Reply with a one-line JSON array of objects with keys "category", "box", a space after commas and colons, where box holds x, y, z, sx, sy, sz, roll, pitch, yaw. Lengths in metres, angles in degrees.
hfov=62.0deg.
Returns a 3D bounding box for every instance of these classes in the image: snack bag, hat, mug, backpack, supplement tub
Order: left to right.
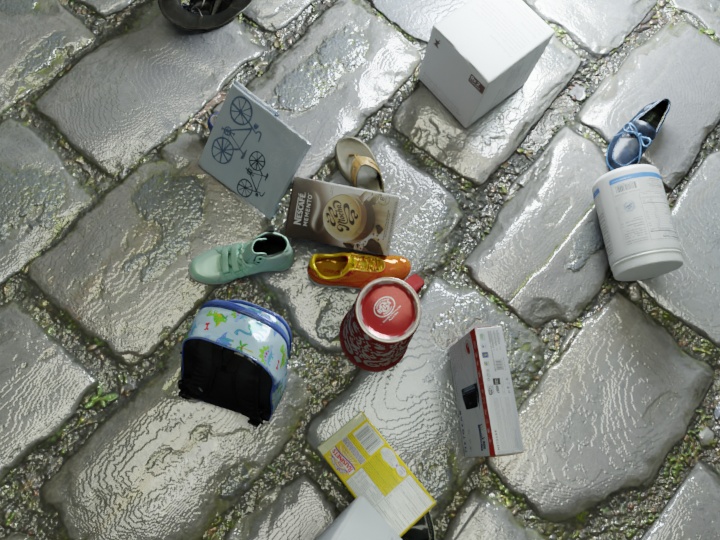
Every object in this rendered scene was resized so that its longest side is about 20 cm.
[{"category": "hat", "box": [-0.319, -0.559, 1.269, 0.198, 0.081, 0.203, -1, 68, 2]}, {"category": "backpack", "box": [-0.202, 0.136, 0.994, 0.181, 0.201, 0.148, 20, 52, 3]}, {"category": "snack bag", "box": [-0.202, -0.226, 1.143, 0.199, 0.189, 0.021, 37, 28, 7]}, {"category": "mug", "box": [0.039, 0.072, 1.038, 0.132, 0.200, 0.179, 14, 72, -1]}, {"category": "supplement tub", "box": [0.541, -0.093, 1.178, 0.130, 0.132, 0.202, -4, 74, -7]}]

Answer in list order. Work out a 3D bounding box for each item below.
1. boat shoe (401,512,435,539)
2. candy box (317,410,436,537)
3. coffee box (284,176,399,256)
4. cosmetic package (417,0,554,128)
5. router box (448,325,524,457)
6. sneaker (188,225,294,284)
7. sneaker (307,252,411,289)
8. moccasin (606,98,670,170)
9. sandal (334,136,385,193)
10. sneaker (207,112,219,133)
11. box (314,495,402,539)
[{"category": "boat shoe", "box": [0.090, 0.477, 0.984, 0.074, 0.066, 0.201, 8, 71, -2]}, {"category": "candy box", "box": [0.026, 0.349, 1.018, 0.102, 0.026, 0.200, -37, 66, -13]}, {"category": "coffee box", "box": [-0.034, -0.103, 1.129, 0.198, 0.080, 0.114, 10, 98, -1]}, {"category": "cosmetic package", "box": [0.254, -0.445, 1.243, 0.199, 0.165, 0.165, -38, 79, -16]}, {"category": "router box", "box": [0.208, 0.213, 1.022, 0.048, 0.180, 0.202, -4, 72, -7]}, {"category": "sneaker", "box": [-0.221, -0.031, 1.088, 0.198, 0.118, 0.074, -10, 75, -8]}, {"category": "sneaker", "box": [0.000, 0.000, 1.123, 0.198, 0.077, 0.074, -4, 71, -9]}, {"category": "moccasin", "box": [0.592, -0.298, 1.281, 0.080, 0.068, 0.201, 34, 72, 6]}, {"category": "sandal", "box": [0.009, -0.183, 1.193, 0.080, 0.054, 0.202, -17, 76, -9]}, {"category": "sneaker", "box": [-0.209, -0.269, 1.186, 0.198, 0.079, 0.076, 21, 71, 1]}, {"category": "box", "box": [-0.026, 0.484, 0.871, 0.171, 0.199, 0.200, 46, 99, 9]}]
